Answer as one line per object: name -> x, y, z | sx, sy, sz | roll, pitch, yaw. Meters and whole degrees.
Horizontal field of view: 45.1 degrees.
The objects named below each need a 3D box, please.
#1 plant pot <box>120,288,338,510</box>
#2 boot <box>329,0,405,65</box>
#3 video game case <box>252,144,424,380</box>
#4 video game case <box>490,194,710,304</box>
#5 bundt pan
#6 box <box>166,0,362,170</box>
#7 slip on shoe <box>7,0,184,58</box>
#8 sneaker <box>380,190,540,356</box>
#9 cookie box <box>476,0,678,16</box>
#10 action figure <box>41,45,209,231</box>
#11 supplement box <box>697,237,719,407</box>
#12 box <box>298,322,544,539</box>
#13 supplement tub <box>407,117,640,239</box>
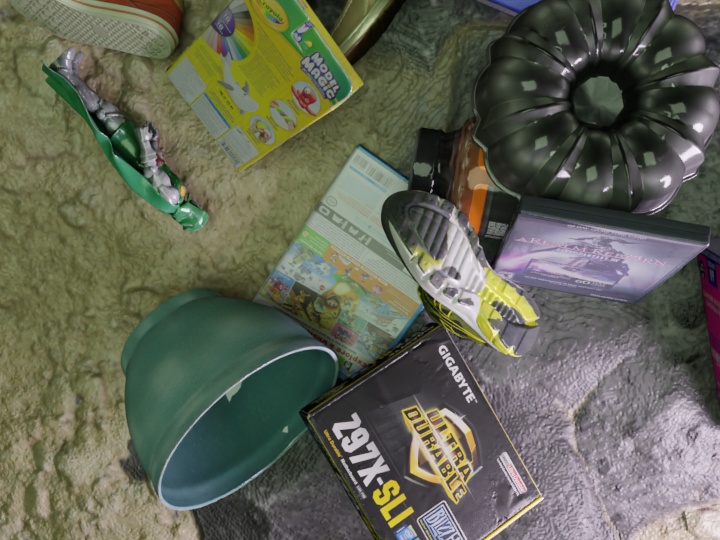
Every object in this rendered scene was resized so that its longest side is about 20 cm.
plant pot -> -0.138, 0.102, 0.808 | 0.134, 0.200, 0.201 | 44, 103, 25
boot -> -0.020, -0.293, 0.770 | 0.154, 0.072, 0.200 | 33, 95, -2
video game case -> 0.000, 0.000, 0.849 | 0.143, 0.018, 0.200 | 35, 102, -1
video game case -> 0.191, -0.012, 0.738 | 0.142, 0.200, 0.019 | 10, 77, 5
bundt pan -> 0.188, -0.132, 0.680 | 0.201, 0.076, 0.203 | 0, 90, 4
box -> -0.082, -0.170, 0.741 | 0.048, 0.200, 0.118 | -44, 104, -31
slip on shoe -> -0.256, -0.255, 0.813 | 0.199, 0.074, 0.061 | 17, 67, 9
sneaker -> 0.074, 0.011, 0.769 | 0.200, 0.084, 0.075 | 47, 61, -26
cookie box -> 0.185, -0.294, 0.744 | 0.199, 0.075, 0.172 | 23, 102, 1
action figure -> -0.216, -0.117, 0.819 | 0.055, 0.118, 0.200 | -38, 103, -1
supplement box -> 0.376, 0.069, 0.776 | 0.103, 0.101, 0.201 | -12, 98, 9
box -> 0.059, 0.176, 0.828 | 0.159, 0.049, 0.201 | -31, 96, -13
supplement tub -> 0.144, -0.078, 0.773 | 0.199, 0.107, 0.107 | 10, 101, 4
